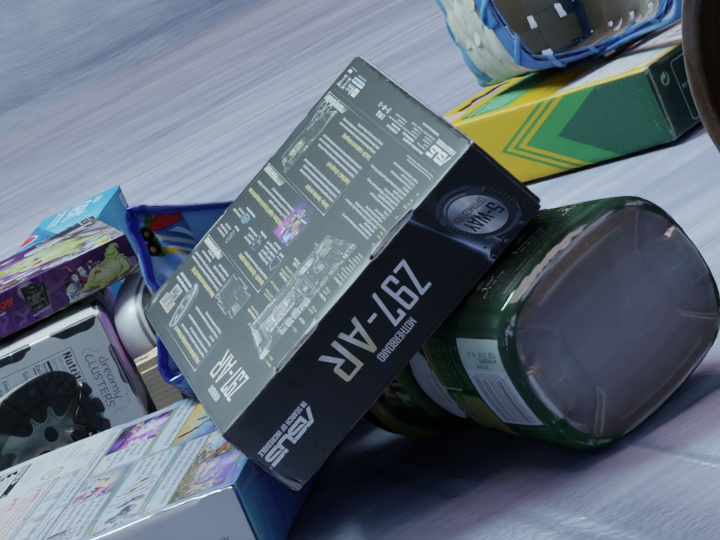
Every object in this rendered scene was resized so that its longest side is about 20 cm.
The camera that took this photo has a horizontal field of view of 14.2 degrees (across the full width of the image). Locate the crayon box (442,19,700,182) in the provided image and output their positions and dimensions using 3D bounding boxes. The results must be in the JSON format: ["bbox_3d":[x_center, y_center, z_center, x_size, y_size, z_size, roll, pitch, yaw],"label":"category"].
[{"bbox_3d":[0.147,-0.106,1.813,0.200,0.052,0.126,-13,15,45],"label":"crayon box"}]

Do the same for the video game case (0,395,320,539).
[{"bbox_3d":[-0.110,0.114,1.322,0.181,0.045,0.200,-23,10,14],"label":"video game case"}]

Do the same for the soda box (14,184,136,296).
[{"bbox_3d":[-0.201,-0.002,2.065,0.068,0.064,0.200,-23,10,8],"label":"soda box"}]

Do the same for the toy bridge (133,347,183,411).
[{"bbox_3d":[-0.035,0.011,1.606,0.200,0.067,0.027,-26,10,-4],"label":"toy bridge"}]

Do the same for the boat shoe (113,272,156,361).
[{"bbox_3d":[-0.072,0.004,1.688,0.057,0.069,0.200,-30,0,33],"label":"boat shoe"}]

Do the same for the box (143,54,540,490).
[{"bbox_3d":[-0.014,-0.005,1.267,0.160,0.044,0.200,-50,20,2],"label":"box"}]

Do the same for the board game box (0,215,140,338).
[{"bbox_3d":[-0.196,0.008,1.706,0.120,0.032,0.200,-30,9,-8],"label":"board game box"}]

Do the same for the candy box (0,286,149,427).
[{"bbox_3d":[-0.225,0.082,1.672,0.200,0.072,0.168,-25,9,-1],"label":"candy box"}]

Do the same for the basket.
[{"bbox_3d":[0.117,-0.211,1.775,0.139,0.177,0.200,-25,-1,-22],"label":"basket"}]

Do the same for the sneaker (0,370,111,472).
[{"bbox_3d":[-0.222,0.124,1.506,0.200,0.078,0.086,-24,-4,-40],"label":"sneaker"}]

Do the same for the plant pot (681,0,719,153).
[{"bbox_3d":[0.263,-0.115,1.254,0.200,0.200,0.198,-20,3,25],"label":"plant pot"}]

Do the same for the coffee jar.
[{"bbox_3d":[0.062,0.024,1.254,0.104,0.085,0.200,-43,17,-20],"label":"coffee jar"}]

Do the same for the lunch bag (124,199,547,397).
[{"bbox_3d":[0.000,0.000,1.451,0.200,0.094,0.151,-15,-12,5],"label":"lunch bag"}]
